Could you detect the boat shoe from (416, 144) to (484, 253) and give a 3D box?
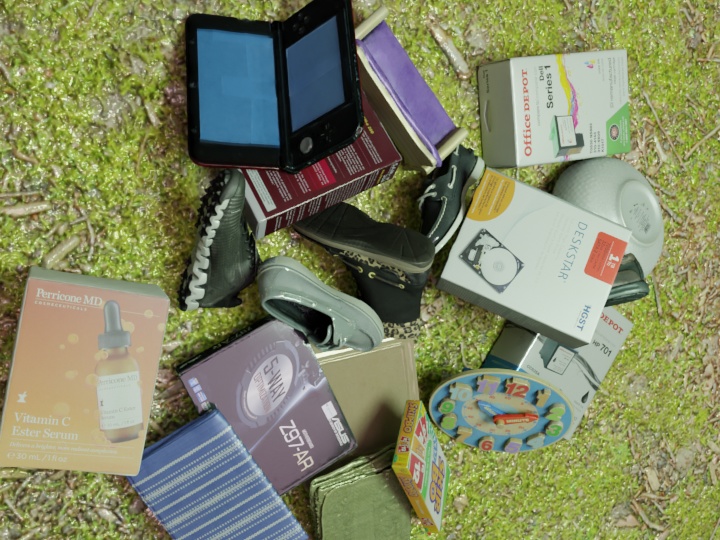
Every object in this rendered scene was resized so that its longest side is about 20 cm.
[{"bbox_3d":[0.104,-0.097,0.976,0.060,0.075,0.201,39,44,-13],"label":"boat shoe"}]

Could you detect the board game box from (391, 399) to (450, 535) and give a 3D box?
[{"bbox_3d":[0.086,0.270,1.002,0.201,0.030,0.096,70,29,-44],"label":"board game box"}]

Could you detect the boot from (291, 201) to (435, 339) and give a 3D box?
[{"bbox_3d":[0.000,0.000,0.956,0.073,0.198,0.152,-55,154,-40],"label":"boot"}]

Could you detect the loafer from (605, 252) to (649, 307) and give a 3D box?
[{"bbox_3d":[0.286,0.023,1.016,0.197,0.072,0.064,-9,72,1],"label":"loafer"}]

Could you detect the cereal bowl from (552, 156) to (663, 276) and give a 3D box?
[{"bbox_3d":[0.373,-0.074,1.081,0.198,0.083,0.203,9,73,-32],"label":"cereal bowl"}]

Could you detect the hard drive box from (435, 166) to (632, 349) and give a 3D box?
[{"bbox_3d":[0.216,-0.015,0.946,0.198,0.077,0.158,23,80,4],"label":"hard drive box"}]

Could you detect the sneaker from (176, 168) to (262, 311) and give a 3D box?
[{"bbox_3d":[-0.151,-0.030,0.871,0.089,0.067,0.202,9,127,-22],"label":"sneaker"}]

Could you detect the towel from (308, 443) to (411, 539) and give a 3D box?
[{"bbox_3d":[0.003,0.335,1.011,0.146,0.036,0.203,-15,119,-20],"label":"towel"}]

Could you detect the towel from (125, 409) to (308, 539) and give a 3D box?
[{"bbox_3d":[-0.174,0.277,0.899,0.144,0.024,0.201,-31,101,8],"label":"towel"}]

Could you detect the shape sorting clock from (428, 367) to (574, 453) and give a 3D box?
[{"bbox_3d":[0.192,0.199,1.029,0.199,0.199,0.040,38,40,-22],"label":"shape sorting clock"}]

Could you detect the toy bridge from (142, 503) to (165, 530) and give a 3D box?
[{"bbox_3d":[-0.197,0.227,0.942,0.200,0.027,0.067,-45,110,-13],"label":"toy bridge"}]

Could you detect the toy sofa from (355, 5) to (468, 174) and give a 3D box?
[{"bbox_3d":[0.053,-0.226,0.952,0.083,0.097,0.201,-43,110,-13],"label":"toy sofa"}]

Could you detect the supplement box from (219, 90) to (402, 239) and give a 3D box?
[{"bbox_3d":[-0.062,-0.132,0.915,0.198,0.061,0.110,-25,78,-17],"label":"supplement box"}]

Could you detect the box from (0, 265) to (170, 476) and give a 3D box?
[{"bbox_3d":[-0.310,0.110,0.836,0.150,0.106,0.203,10,93,-23],"label":"box"}]

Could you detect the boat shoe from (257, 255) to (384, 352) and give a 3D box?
[{"bbox_3d":[-0.048,0.061,0.898,0.200,0.070,0.072,36,41,-34],"label":"boat shoe"}]

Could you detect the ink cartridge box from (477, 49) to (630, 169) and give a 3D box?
[{"bbox_3d":[0.274,-0.227,1.051,0.197,0.084,0.147,-10,101,-21],"label":"ink cartridge box"}]

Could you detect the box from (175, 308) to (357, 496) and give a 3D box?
[{"bbox_3d":[-0.114,0.171,0.932,0.159,0.043,0.202,-28,102,-16],"label":"box"}]

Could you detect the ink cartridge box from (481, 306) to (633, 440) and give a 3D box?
[{"bbox_3d":[0.285,0.120,1.101,0.146,0.086,0.201,34,85,-21],"label":"ink cartridge box"}]

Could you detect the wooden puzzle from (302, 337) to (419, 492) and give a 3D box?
[{"bbox_3d":[-0.006,0.182,1.017,0.182,0.037,0.203,-11,96,-21],"label":"wooden puzzle"}]

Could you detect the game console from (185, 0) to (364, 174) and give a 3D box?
[{"bbox_3d":[-0.099,-0.223,0.842,0.118,0.171,0.203,14,63,-47],"label":"game console"}]
